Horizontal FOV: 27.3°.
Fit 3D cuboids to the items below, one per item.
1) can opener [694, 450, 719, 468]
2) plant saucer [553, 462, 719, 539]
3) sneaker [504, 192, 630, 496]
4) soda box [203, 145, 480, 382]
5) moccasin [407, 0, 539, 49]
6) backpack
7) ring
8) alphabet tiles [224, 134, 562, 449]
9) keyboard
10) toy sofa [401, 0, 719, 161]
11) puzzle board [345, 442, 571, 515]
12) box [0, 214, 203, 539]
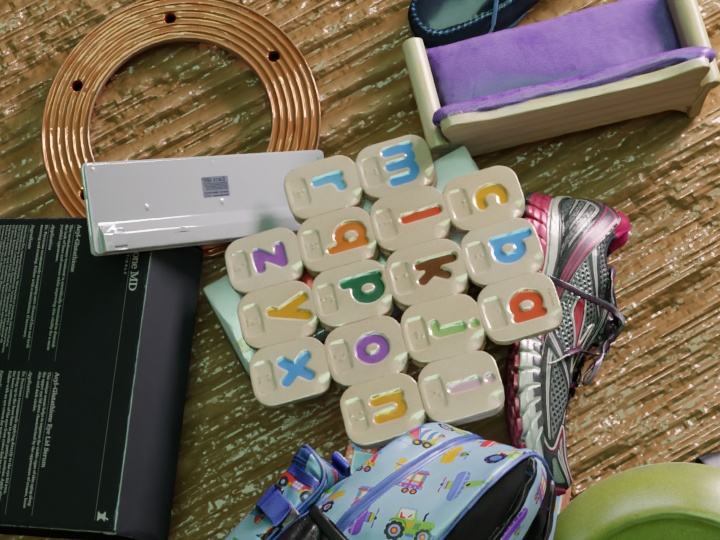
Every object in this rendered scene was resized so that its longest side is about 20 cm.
[{"bbox_3d":[0.242,0.209,0.908,0.078,0.063,0.201,-21,74,-2],"label":"can opener"},{"bbox_3d":[0.191,0.216,0.881,0.199,0.031,0.201,0,91,17],"label":"plant saucer"},{"bbox_3d":[0.133,0.045,0.954,0.074,0.081,0.201,6,75,4],"label":"sneaker"},{"bbox_3d":[0.000,0.000,0.985,0.199,0.064,0.068,-29,74,-3],"label":"soda box"},{"bbox_3d":[0.113,-0.233,1.038,0.200,0.068,0.081,-40,75,-7],"label":"moccasin"},{"bbox_3d":[0.018,0.169,0.859,0.134,0.183,0.200,36,80,28],"label":"backpack"},{"bbox_3d":[-0.126,-0.100,1.045,0.199,0.019,0.201,-1,74,3],"label":"ring"},{"bbox_3d":[0.018,0.010,0.927,0.195,0.015,0.201,-17,62,2],"label":"alphabet tiles"},{"bbox_3d":[-0.093,-0.046,0.956,0.011,0.199,0.057,-14,86,45],"label":"keyboard"},{"bbox_3d":[0.133,-0.136,0.995,0.199,0.098,0.083,-13,74,1],"label":"toy sofa"},{"bbox_3d":[0.046,0.221,0.944,0.150,0.017,0.201,9,76,7],"label":"puzzle board"},{"bbox_3d":[-0.189,0.070,0.957,0.141,0.079,0.201,0,74,22],"label":"box"}]
